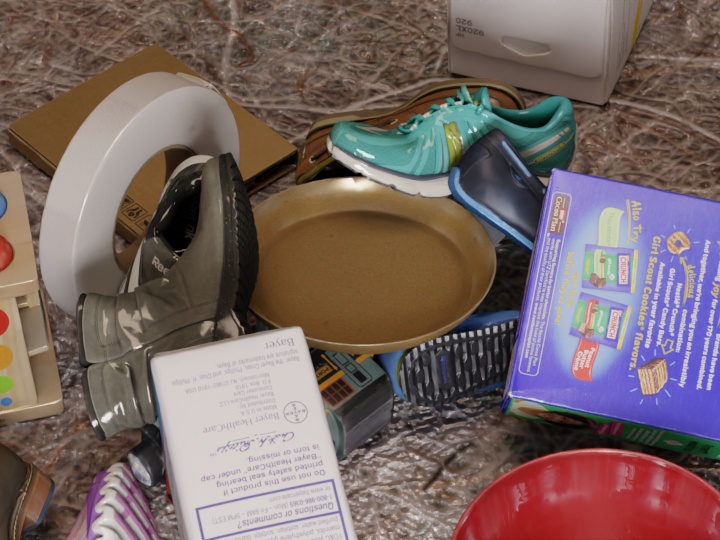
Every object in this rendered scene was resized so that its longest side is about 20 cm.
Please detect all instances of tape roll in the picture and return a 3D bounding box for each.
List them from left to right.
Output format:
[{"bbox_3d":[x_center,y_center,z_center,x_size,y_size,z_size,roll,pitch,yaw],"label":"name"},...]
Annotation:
[{"bbox_3d":[-0.165,-0.052,1.762,0.037,0.204,0.203,23,50,27],"label":"tape roll"}]

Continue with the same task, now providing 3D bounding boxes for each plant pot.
[{"bbox_3d":[0.000,0.000,1.710,0.198,0.028,0.201,1,38,-1],"label":"plant pot"}]

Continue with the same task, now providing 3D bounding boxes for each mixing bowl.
[{"bbox_3d":[0.155,0.225,1.513,0.199,0.109,0.201,-2,44,2],"label":"mixing bowl"}]

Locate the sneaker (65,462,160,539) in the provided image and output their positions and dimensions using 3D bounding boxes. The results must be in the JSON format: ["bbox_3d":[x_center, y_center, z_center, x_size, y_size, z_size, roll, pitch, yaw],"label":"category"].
[{"bbox_3d":[-0.191,0.214,1.584,0.088,0.081,0.201,-16,37,17],"label":"sneaker"}]

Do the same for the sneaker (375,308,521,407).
[{"bbox_3d":[0.107,0.054,1.729,0.199,0.066,0.078,-8,16,-15],"label":"sneaker"}]

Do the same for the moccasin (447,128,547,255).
[{"bbox_3d":[0.160,-0.031,1.735,0.068,0.200,0.080,-55,19,-1],"label":"moccasin"}]

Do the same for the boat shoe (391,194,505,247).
[{"bbox_3d":[0.068,-0.029,1.829,0.200,0.072,0.062,-37,15,-28],"label":"boat shoe"}]

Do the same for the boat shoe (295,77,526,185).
[{"bbox_3d":[0.040,-0.096,1.863,0.199,0.072,0.068,-15,35,31],"label":"boat shoe"}]

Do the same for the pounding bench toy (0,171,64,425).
[{"bbox_3d":[-0.334,0.028,1.725,0.199,0.157,0.125,-11,44,-7],"label":"pounding bench toy"}]

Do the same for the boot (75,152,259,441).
[{"bbox_3d":[-0.140,0.016,1.631,0.130,0.068,0.201,-5,72,9],"label":"boot"}]

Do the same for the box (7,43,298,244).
[{"bbox_3d":[-0.174,-0.105,1.948,0.163,0.021,0.200,-32,50,-26],"label":"box"}]

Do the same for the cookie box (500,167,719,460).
[{"bbox_3d":[0.214,0.036,1.651,0.199,0.075,0.172,12,79,2],"label":"cookie box"}]

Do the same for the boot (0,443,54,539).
[{"bbox_3d":[-0.278,0.180,1.582,0.075,0.097,0.200,-35,21,25],"label":"boot"}]

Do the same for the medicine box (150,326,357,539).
[{"bbox_3d":[-0.064,0.170,1.499,0.102,0.183,0.201,-11,62,-7],"label":"medicine box"}]

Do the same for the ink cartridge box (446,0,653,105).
[{"bbox_3d":[0.172,-0.269,2.000,0.146,0.145,0.201,12,47,16],"label":"ink cartridge box"}]

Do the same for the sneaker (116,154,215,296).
[{"bbox_3d":[-0.143,0.010,1.712,0.066,0.201,0.090,20,0,-4],"label":"sneaker"}]

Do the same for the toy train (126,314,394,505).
[{"bbox_3d":[-0.069,0.107,1.680,0.200,0.086,0.114,-34,60,-27],"label":"toy train"}]

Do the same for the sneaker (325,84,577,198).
[{"bbox_3d":[0.070,-0.104,1.768,0.199,0.080,0.078,-1,29,-17],"label":"sneaker"}]
